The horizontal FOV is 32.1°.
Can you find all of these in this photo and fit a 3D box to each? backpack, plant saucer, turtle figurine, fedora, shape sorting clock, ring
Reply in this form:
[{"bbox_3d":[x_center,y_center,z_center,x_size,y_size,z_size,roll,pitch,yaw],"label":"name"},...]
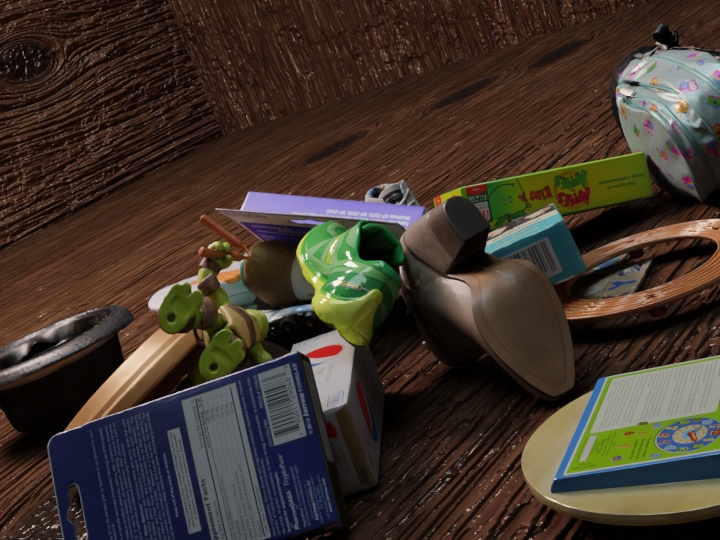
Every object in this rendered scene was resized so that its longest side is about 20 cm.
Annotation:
[{"bbox_3d":[0.339,-0.148,1.267,0.126,0.167,0.200,-41,17,1],"label":"backpack"},{"bbox_3d":[-0.204,0.110,1.123,0.200,0.037,0.200,-48,-2,-2],"label":"plant saucer"},{"bbox_3d":[-0.115,0.043,1.047,0.064,0.201,0.161,-29,-8,12],"label":"turtle figurine"},{"bbox_3d":[-0.331,0.117,1.377,0.199,0.092,0.201,-21,13,5],"label":"fedora"},{"bbox_3d":[0.192,0.096,0.730,0.198,0.040,0.200,-20,12,4],"label":"shape sorting clock"},{"bbox_3d":[0.238,0.004,1.050,0.199,0.019,0.201,-21,12,5],"label":"ring"}]

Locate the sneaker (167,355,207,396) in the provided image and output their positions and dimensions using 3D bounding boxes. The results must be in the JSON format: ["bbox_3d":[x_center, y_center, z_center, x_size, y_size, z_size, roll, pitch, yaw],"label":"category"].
[{"bbox_3d":[-0.126,0.137,1.054,0.081,0.074,0.200,-43,17,-6],"label":"sneaker"}]

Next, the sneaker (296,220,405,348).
[{"bbox_3d":[0.000,0.000,1.028,0.084,0.074,0.200,-44,20,7],"label":"sneaker"}]

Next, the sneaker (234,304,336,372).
[{"bbox_3d":[-0.078,0.063,1.226,0.199,0.072,0.073,-14,28,30],"label":"sneaker"}]

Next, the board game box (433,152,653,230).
[{"bbox_3d":[0.185,-0.075,1.281,0.198,0.048,0.102,-12,-1,-12],"label":"board game box"}]

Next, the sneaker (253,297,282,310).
[{"bbox_3d":[-0.064,0.009,1.410,0.199,0.078,0.082,-31,17,-34],"label":"sneaker"}]

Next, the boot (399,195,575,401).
[{"bbox_3d":[0.093,0.040,0.993,0.070,0.201,0.147,-17,-25,-20],"label":"boot"}]

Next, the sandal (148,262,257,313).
[{"bbox_3d":[-0.136,0.028,1.300,0.079,0.060,0.206,-7,10,29],"label":"sandal"}]

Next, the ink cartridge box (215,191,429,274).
[{"bbox_3d":[-0.013,-0.039,1.246,0.196,0.044,0.200,6,-14,24],"label":"ink cartridge box"}]

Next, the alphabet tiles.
[{"bbox_3d":[0.159,0.030,1.124,0.199,0.006,0.166,-14,16,31],"label":"alphabet tiles"}]

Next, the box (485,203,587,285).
[{"bbox_3d":[0.151,-0.016,1.119,0.082,0.049,0.200,-25,4,8],"label":"box"}]

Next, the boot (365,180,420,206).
[{"bbox_3d":[0.046,-0.049,1.422,0.073,0.096,0.200,-24,13,-11],"label":"boot"}]

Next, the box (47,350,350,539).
[{"bbox_3d":[-0.115,0.144,0.863,0.198,0.122,0.032,-18,-17,11],"label":"box"}]

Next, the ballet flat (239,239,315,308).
[{"bbox_3d":[-0.042,0.014,1.254,0.072,0.068,0.200,4,-13,28],"label":"ballet flat"}]

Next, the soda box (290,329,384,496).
[{"bbox_3d":[-0.022,0.107,0.971,0.063,0.069,0.200,-19,13,8],"label":"soda box"}]
